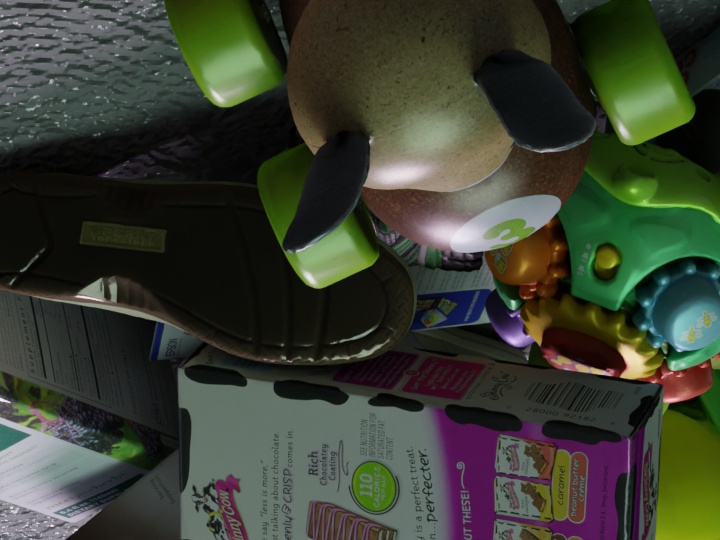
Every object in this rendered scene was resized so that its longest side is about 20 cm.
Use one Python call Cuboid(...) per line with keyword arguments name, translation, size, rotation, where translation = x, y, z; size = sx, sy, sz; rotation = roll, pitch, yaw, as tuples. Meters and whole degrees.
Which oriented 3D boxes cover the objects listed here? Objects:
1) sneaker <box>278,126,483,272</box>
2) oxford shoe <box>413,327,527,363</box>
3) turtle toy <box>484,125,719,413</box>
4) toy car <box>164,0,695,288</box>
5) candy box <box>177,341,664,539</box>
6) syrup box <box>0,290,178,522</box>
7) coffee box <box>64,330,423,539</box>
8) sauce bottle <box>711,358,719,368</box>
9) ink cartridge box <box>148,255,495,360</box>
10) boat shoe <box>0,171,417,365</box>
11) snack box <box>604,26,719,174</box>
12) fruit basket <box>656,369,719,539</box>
Cuboid(name="sneaker", translation=(0.007, -0.047, 1.191), size=(0.085, 0.078, 0.200), rotation=(-8, 154, -1))
Cuboid(name="oxford shoe", translation=(0.014, 0.058, 1.432), size=(0.200, 0.058, 0.075), rotation=(16, 147, -40))
Cuboid(name="turtle toy", translation=(0.113, 0.007, 1.233), size=(0.146, 0.101, 0.200), rotation=(20, 159, 12))
Cuboid(name="toy car", translation=(0.028, -0.057, 1.000), size=(0.164, 0.200, 0.158), rotation=(-24, 110, 8))
Cuboid(name="candy box", translation=(0.024, 0.105, 1.210), size=(0.200, 0.136, 0.061), rotation=(8, -157, 17))
Cuboid(name="syrup box", translation=(-0.171, 0.049, 1.307), size=(0.079, 0.081, 0.200), rotation=(-26, 152, 24))
Cuboid(name="coffee box", translation=(-0.034, 0.125, 1.327), size=(0.200, 0.114, 0.080), rotation=(-40, 160, 8))
Cuboid(name="sauce bottle", translation=(0.194, 0.019, 1.421), size=(0.200, 0.066, 0.066), rotation=(4, 150, -27))
Cuboid(name="ink cartridge box", translation=(0.000, 0.000, 1.333), size=(0.200, 0.037, 0.095), rotation=(-8, 155, -13))
Cuboid(name="boat shoe", translation=(-0.067, -0.006, 1.217), size=(0.200, 0.072, 0.076), rotation=(15, 180, 14))
Cuboid(name="snack box", translation=(0.219, -0.037, 1.260), size=(0.200, 0.037, 0.116), rotation=(33, 134, -22))
Cuboid(name="fruit basket", translation=(0.160, 0.123, 1.457), size=(0.215, 0.216, 0.156), rotation=(0, 152, -22))
